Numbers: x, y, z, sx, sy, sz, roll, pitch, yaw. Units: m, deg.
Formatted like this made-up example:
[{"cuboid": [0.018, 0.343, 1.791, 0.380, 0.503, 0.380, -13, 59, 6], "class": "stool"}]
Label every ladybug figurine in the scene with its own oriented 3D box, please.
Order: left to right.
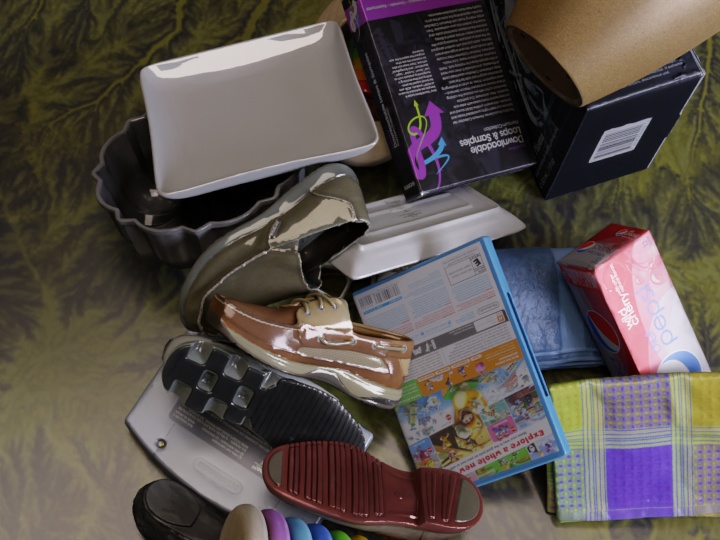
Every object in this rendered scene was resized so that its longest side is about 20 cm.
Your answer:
[{"cuboid": [0.009, -0.188, 1.386, 0.134, 0.072, 0.202, 12, 69, 0], "class": "ladybug figurine"}]

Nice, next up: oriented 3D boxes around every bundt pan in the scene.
[{"cuboid": [-0.143, -0.077, 1.305, 0.199, 0.076, 0.203, -5, 44, 5], "class": "bundt pan"}]

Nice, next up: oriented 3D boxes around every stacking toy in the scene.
[{"cuboid": [-0.018, 0.251, 1.197, 0.198, 0.085, 0.087, 11, 67, -23], "class": "stacking toy"}]

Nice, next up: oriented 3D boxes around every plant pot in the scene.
[{"cuboid": [0.219, -0.239, 1.163, 0.200, 0.186, 0.186, -44, 77, -4], "class": "plant pot"}]

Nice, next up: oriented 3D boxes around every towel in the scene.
[{"cuboid": [0.176, 0.034, 1.298, 0.197, 0.049, 0.113, -2, 93, -13], "class": "towel"}, {"cuboid": [0.263, 0.157, 1.242, 0.197, 0.023, 0.146, -1, 112, 5], "class": "towel"}]

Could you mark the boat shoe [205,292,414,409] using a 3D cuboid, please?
[{"cuboid": [-0.038, 0.054, 1.213, 0.198, 0.076, 0.075, 23, 95, -32], "class": "boat shoe"}]

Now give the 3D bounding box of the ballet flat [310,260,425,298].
[{"cuboid": [0.000, 0.000, 1.323, 0.197, 0.071, 0.066, 7, 77, 8], "class": "ballet flat"}]

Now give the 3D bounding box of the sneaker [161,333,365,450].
[{"cuboid": [-0.083, 0.108, 1.235, 0.199, 0.089, 0.074, 33, 96, -16], "class": "sneaker"}]

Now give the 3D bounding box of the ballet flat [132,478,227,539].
[{"cuboid": [-0.117, 0.256, 1.231, 0.200, 0.057, 0.066, 43, 59, 5], "class": "ballet flat"}]

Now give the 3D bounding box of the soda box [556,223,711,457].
[{"cuboid": [0.255, 0.061, 1.263, 0.070, 0.063, 0.202, -33, 108, -14], "class": "soda box"}]

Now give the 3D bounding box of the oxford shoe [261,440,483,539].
[{"cuboid": [0.003, 0.201, 1.215, 0.198, 0.075, 0.071, 17, 53, -15], "class": "oxford shoe"}]

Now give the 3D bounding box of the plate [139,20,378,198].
[{"cuboid": [-0.095, -0.142, 1.286, 0.197, 0.033, 0.201, -15, 44, -3], "class": "plate"}]

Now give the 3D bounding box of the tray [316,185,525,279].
[{"cuboid": [0.046, -0.045, 1.301, 0.198, 0.022, 0.107, -16, 32, -30], "class": "tray"}]

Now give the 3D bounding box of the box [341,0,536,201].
[{"cuboid": [0.076, -0.177, 1.339, 0.142, 0.036, 0.202, -15, 84, -30], "class": "box"}]

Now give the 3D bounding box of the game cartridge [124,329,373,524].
[{"cuboid": [-0.105, 0.151, 1.271, 0.199, 0.042, 0.134, 32, 75, 8], "class": "game cartridge"}]

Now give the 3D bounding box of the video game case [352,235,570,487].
[{"cuboid": [0.087, 0.089, 1.250, 0.142, 0.018, 0.202, -23, 85, 26], "class": "video game case"}]

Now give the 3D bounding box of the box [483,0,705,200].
[{"cuboid": [0.208, -0.206, 1.338, 0.122, 0.200, 0.199, -17, 71, -10], "class": "box"}]

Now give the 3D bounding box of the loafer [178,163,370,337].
[{"cuboid": [-0.072, -0.008, 1.219, 0.200, 0.075, 0.070, -41, 59, 4], "class": "loafer"}]
